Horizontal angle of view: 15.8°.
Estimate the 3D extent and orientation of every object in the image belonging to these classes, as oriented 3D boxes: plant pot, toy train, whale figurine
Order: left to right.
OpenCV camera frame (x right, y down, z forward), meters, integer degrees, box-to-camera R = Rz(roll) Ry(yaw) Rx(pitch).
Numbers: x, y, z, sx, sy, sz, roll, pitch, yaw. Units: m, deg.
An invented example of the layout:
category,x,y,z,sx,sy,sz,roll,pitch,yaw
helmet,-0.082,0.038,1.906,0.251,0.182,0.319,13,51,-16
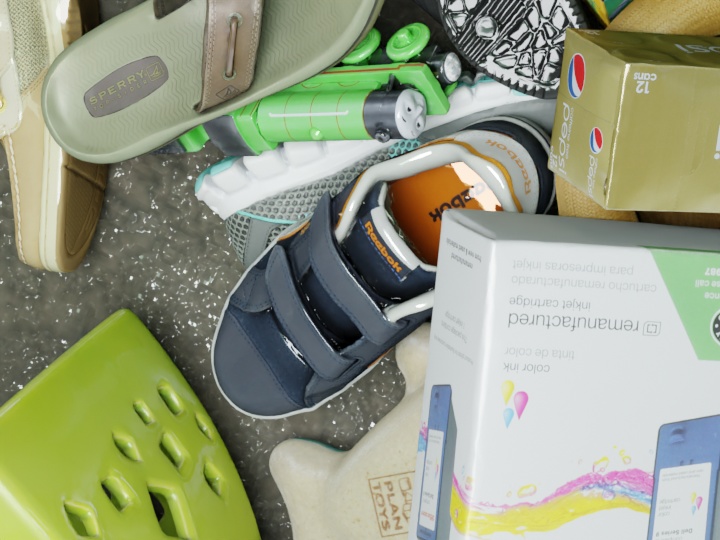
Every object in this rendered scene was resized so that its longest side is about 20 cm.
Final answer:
category,x,y,z,sx,sy,sz,roll,pitch,yaw
plant pot,-0.142,0.166,1.208,0.182,0.200,0.199,46,114,-2
toy train,-0.041,-0.081,1.221,0.199,0.042,0.057,0,49,38
whale figurine,0.053,0.101,1.244,0.199,0.104,0.160,-16,89,35

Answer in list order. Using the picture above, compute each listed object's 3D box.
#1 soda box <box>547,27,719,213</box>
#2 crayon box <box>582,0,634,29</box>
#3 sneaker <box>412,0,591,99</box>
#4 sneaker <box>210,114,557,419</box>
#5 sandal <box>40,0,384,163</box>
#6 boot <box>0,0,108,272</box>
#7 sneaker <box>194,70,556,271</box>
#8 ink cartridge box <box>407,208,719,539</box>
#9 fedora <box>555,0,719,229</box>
category,x,y,z,sx,sy,sz,roll,pitch,yaw
soda box,0.185,-0.062,1.114,0.198,0.068,0.065,1,107,-19
crayon box,0.096,-0.174,1.157,0.058,0.200,0.119,-38,86,6
sneaker,0.034,-0.156,1.220,0.199,0.104,0.060,39,103,5
sneaker,0.000,0.000,1.184,0.200,0.079,0.079,-40,86,19
sandal,-0.068,-0.108,1.173,0.200,0.057,0.080,-33,78,22
boot,-0.207,-0.096,1.278,0.154,0.073,0.202,-4,91,9
sneaker,0.024,-0.039,1.249,0.199,0.078,0.092,-18,98,18
ink cartridge box,0.102,0.083,1.111,0.144,0.087,0.202,4,99,-14
fedora,0.168,-0.055,1.195,0.199,0.082,0.202,-6,109,-18
